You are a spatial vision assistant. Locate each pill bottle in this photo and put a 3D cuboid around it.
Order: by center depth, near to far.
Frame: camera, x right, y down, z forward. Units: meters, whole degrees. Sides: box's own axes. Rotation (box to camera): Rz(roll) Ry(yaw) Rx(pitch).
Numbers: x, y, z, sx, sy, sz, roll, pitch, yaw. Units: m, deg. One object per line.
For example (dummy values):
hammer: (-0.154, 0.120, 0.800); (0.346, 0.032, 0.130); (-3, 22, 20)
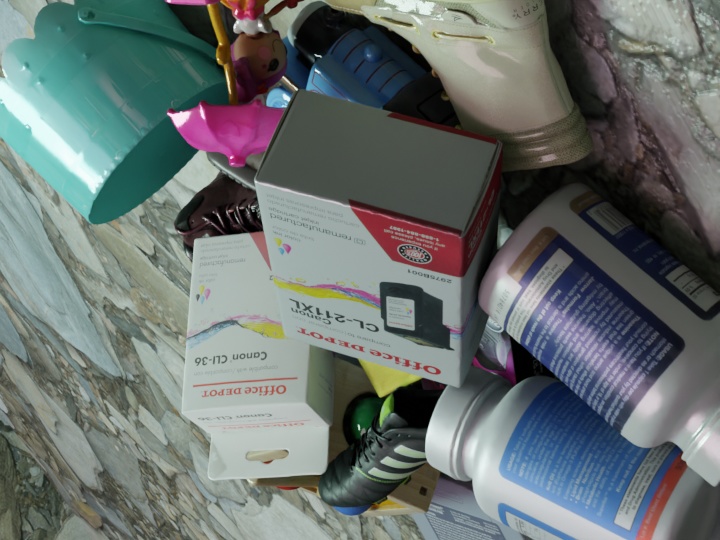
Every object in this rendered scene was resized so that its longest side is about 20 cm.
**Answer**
pill bottle: (0.183, 0.044, 0.916); (0.200, 0.111, 0.111); (42, 154, 18)
pill bottle: (0.150, 0.142, 0.996); (0.199, 0.112, 0.113); (24, 145, 28)

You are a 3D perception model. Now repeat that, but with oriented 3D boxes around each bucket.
bucket: (-0.216, -0.149, 1.220); (0.135, 0.207, 0.207); (45, 154, 4)

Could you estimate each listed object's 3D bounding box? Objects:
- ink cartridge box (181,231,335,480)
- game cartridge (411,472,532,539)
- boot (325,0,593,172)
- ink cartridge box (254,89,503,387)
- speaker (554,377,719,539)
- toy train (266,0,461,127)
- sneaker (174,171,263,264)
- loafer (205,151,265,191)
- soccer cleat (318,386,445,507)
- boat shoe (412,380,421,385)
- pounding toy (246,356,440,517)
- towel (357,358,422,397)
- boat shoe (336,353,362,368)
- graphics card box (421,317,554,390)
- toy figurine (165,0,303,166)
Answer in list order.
ink cartridge box: (-0.084, 0.071, 1.182); (0.115, 0.202, 0.068); (-6, 156, 16)
game cartridge: (0.114, 0.248, 1.393); (0.199, 0.041, 0.134); (7, 135, 55)
boot: (0.058, -0.144, 0.921); (0.199, 0.072, 0.155); (17, 141, 50)
ink cartridge box: (0.017, -0.016, 0.959); (0.144, 0.083, 0.201); (15, 149, 13)
speaker: (0.210, 0.168, 1.071); (0.199, 0.088, 0.089); (36, 151, 28)
toy train: (0.011, -0.116, 1.024); (0.200, 0.086, 0.115); (44, 145, 16)
sneaker: (-0.098, -0.038, 1.264); (0.199, 0.115, 0.076); (13, 136, 53)
loafer: (-0.034, -0.074, 1.157); (0.199, 0.071, 0.073); (31, -173, 5)
soccer cleat: (0.031, 0.137, 1.147); (0.199, 0.068, 0.081); (-29, 126, 31)
boat shoe: (0.024, 0.050, 1.215); (0.066, 0.070, 0.200); (25, 159, 23)
pounding toy: (-0.028, 0.169, 1.307); (0.183, 0.143, 0.200); (25, 162, -15)
towel: (0.000, 0.000, 1.114); (0.086, 0.018, 0.201); (-26, 97, 31)
boat shoe: (-0.058, 0.040, 1.343); (0.200, 0.074, 0.065); (43, 157, 4)
graphics card box: (0.100, 0.064, 1.153); (0.125, 0.051, 0.201); (31, 147, 36)
toy figurine: (-0.086, -0.171, 0.950); (0.149, 0.201, 0.185); (5, 125, 15)
